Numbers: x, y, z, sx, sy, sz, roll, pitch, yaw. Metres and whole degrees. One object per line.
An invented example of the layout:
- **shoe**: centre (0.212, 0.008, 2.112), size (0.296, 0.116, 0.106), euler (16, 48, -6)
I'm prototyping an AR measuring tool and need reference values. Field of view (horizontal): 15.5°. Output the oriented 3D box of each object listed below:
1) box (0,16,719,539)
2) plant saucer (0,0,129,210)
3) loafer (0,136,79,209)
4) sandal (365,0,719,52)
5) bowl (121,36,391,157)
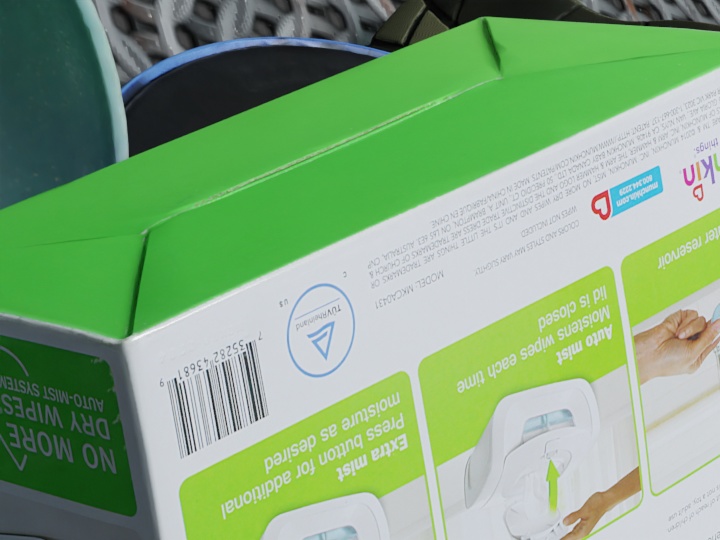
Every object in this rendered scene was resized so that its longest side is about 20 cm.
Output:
- **box**: centre (0.009, 0.056, 0.579), size (0.200, 0.097, 0.177), euler (-26, 116, -40)
- **plant saucer**: centre (-0.149, -0.015, 0.560), size (0.200, 0.200, 0.036), euler (36, 2, -30)
- **loafer**: centre (-0.117, -0.006, 0.644), size (0.063, 0.200, 0.072), euler (-63, 157, -73)
- **sandal**: centre (0.073, -0.057, 0.930), size (0.080, 0.201, 0.057), euler (-47, 133, -17)
- **bowl**: centre (0.000, 0.000, 0.825), size (0.200, 0.039, 0.201), euler (13, 40, -11)
